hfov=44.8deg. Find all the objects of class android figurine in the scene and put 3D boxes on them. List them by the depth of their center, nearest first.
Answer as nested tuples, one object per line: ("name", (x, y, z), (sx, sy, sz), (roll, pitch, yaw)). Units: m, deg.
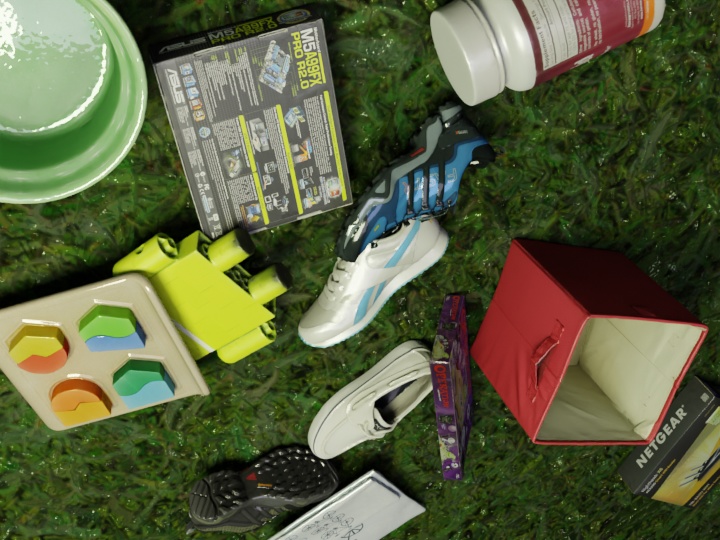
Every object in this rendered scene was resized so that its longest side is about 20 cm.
("android figurine", (-0.173, 0.033, 0.902), (0.199, 0.041, 0.182), (-28, 130, 20))

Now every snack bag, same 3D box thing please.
("snack bag", (-0.019, 0.353, 1.189), (0.188, 0.021, 0.200), (-35, 143, 5))

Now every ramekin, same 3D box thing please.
("ramekin", (-0.281, -0.166, 0.719), (0.198, 0.098, 0.202), (-10, 125, -15))

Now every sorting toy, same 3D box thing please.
("sorting toy", (-0.275, 0.094, 0.895), (0.198, 0.037, 0.186), (-12, 133, 6))

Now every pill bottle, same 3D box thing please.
("pill bottle", (0.175, -0.243, 0.834), (0.198, 0.114, 0.115), (-25, 128, -3))

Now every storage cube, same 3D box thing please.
("storage cube", (0.261, 0.083, 1.040), (0.198, 0.180, 0.172), (6, 117, -23))

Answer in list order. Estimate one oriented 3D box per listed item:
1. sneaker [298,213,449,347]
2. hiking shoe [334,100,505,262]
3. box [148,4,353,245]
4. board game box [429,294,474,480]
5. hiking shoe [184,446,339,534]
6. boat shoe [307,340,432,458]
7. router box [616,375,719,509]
("sneaker", (0.000, 0.000, 0.962), (0.200, 0.077, 0.081), (-44, 120, 2))
("hiking shoe", (0.056, -0.076, 0.887), (0.087, 0.074, 0.200), (41, 89, -3))
("box", (-0.100, -0.135, 0.845), (0.159, 0.044, 0.201), (-18, 127, -10))
("board game box", (0.114, 0.145, 1.073), (0.032, 0.121, 0.201), (-1, 128, 12))
("hiking shoe", (-0.126, 0.284, 1.111), (0.198, 0.076, 0.101), (-5, 147, -25))
("boat shoe", (0.018, 0.174, 1.085), (0.199, 0.066, 0.072), (-39, 128, 7))
("router box", (0.517, 0.270, 1.351), (0.156, 0.052, 0.201), (19, 114, -30))
